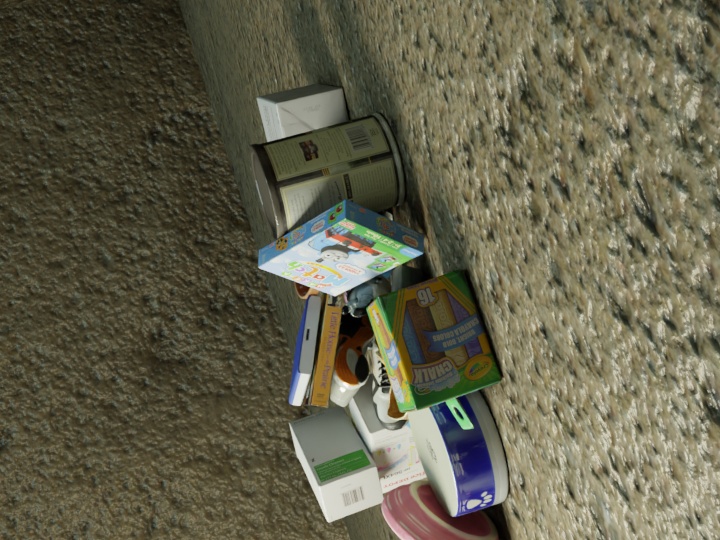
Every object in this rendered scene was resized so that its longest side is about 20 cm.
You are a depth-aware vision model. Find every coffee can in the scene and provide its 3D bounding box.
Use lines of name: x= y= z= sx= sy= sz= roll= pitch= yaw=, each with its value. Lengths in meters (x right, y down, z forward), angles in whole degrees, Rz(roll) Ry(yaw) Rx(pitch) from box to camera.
coffee can: x=-0.051 y=-0.141 z=1.470 sx=0.146 sy=0.200 sz=0.147 roll=164 pitch=90 yaw=-79

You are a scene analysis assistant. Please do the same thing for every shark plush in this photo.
shark plush: x=0.010 y=0.055 z=1.522 sx=0.200 sy=0.083 sz=0.091 roll=-86 pitch=-26 yaw=-69

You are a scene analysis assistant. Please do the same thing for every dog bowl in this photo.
dog bowl: x=0.138 y=0.251 z=1.426 sx=0.200 sy=0.079 sz=0.200 roll=163 pitch=90 yaw=-79

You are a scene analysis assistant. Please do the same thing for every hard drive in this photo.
hard drive: x=-0.094 y=0.138 z=1.642 sx=0.200 sy=0.025 sz=0.132 roll=110 pitch=168 yaw=-67

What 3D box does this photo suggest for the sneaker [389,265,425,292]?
sneaker: x=0.083 y=0.071 z=1.507 sx=0.200 sy=0.075 sz=0.106 roll=80 pitch=-170 yaw=-68

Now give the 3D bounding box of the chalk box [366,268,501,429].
chalk box: x=0.100 y=0.118 z=1.304 sx=0.124 sy=0.124 sz=0.200 roll=126 pitch=127 yaw=-76

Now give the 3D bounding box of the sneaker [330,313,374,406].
sneaker: x=-0.024 y=0.144 z=1.669 sx=0.200 sy=0.076 sz=0.092 roll=-76 pitch=8 yaw=-50

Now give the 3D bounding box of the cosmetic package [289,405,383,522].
cosmetic package: x=-0.044 y=0.330 z=1.698 sx=0.200 sy=0.107 sz=0.085 roll=-130 pitch=24 yaw=-58

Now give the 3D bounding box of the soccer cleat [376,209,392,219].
soccer cleat: x=0.011 y=-0.096 z=1.588 sx=0.200 sy=0.085 sz=0.069 roll=-81 pitch=0 yaw=-62

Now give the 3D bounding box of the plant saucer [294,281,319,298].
plant saucer: x=-0.074 y=-0.052 z=1.619 sx=0.200 sy=0.032 sz=0.201 roll=-174 pitch=90 yaw=-73

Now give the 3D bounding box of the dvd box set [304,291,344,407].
dvd box set: x=-0.059 y=0.124 z=1.610 sx=0.146 sy=0.029 sz=0.200 roll=137 pitch=142 yaw=-80

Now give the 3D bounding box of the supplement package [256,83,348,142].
supplement package: x=-0.099 y=-0.258 z=1.741 sx=0.200 sy=0.121 sz=0.120 roll=-138 pitch=35 yaw=-70

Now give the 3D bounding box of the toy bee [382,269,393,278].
toy bee: x=0.000 y=0.000 z=1.667 sx=0.200 sy=0.109 sz=0.131 roll=86 pitch=162 yaw=-47

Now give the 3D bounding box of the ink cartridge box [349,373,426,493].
ink cartridge box: x=0.062 y=0.283 z=1.717 sx=0.125 sy=0.128 sz=0.200 roll=-119 pitch=16 yaw=-46

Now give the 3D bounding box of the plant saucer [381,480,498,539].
plant saucer: x=0.130 y=0.379 z=1.474 sx=0.051 sy=0.200 sz=0.201 roll=-62 pitch=25 yaw=12

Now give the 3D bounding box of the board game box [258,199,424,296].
board game box: x=-0.030 y=-0.028 z=1.436 sx=0.200 sy=0.151 sz=0.037 roll=-26 pitch=53 yaw=43

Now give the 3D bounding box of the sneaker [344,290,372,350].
sneaker: x=0.005 y=0.057 z=1.782 sx=0.086 sy=0.080 sz=0.200 roll=80 pitch=166 yaw=-45

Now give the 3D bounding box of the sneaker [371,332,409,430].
sneaker: x=0.044 y=0.161 z=1.605 sx=0.080 sy=0.074 sz=0.200 roll=46 pitch=-141 yaw=-63

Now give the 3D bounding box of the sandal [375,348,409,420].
sandal: x=0.062 y=0.197 z=1.528 sx=0.078 sy=0.070 sz=0.212 roll=42 pitch=172 yaw=47
